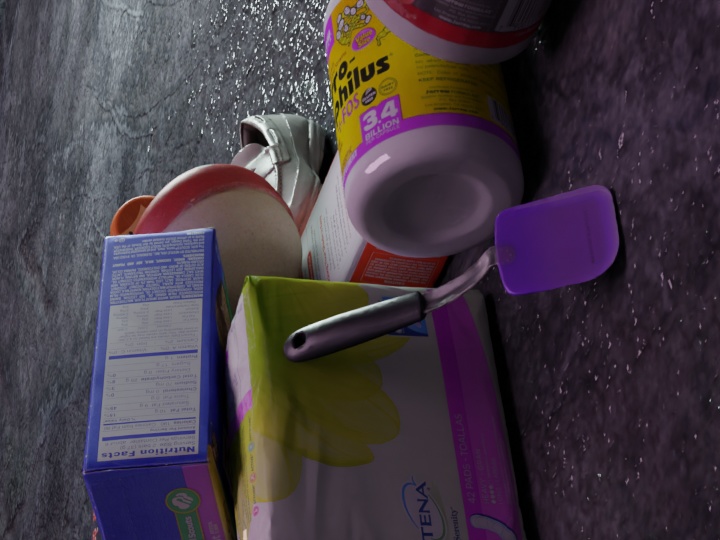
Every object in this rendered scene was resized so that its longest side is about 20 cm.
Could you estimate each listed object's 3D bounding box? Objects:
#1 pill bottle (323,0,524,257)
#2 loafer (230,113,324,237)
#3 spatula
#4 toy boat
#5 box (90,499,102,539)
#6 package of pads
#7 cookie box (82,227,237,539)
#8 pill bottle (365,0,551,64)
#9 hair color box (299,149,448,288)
[{"bbox_3d":[0.033,-0.114,1.124,0.105,0.103,0.201,118,152,-47],"label":"pill bottle"},{"bbox_3d":[-0.065,-0.059,1.393,0.200,0.069,0.070,-94,18,-64],"label":"loafer"},{"bbox_3d":[0.043,0.010,0.996,0.199,0.021,0.057,-24,51,25],"label":"spatula"},{"bbox_3d":[-0.125,0.002,1.287,0.131,0.130,0.201,52,140,26],"label":"toy boat"},{"bbox_3d":[-0.141,0.193,1.483,0.038,0.135,0.202,121,150,-50],"label":"box"},{"bbox_3d":[0.003,0.098,1.055,0.068,0.153,0.201,112,156,-48],"label":"package of pads"},{"bbox_3d":[-0.109,0.104,1.131,0.201,0.074,0.172,-94,-3,-49],"label":"cookie box"},{"bbox_3d":[0.078,-0.219,1.016,0.111,0.110,0.201,-101,26,-42],"label":"pill bottle"},{"bbox_3d":[0.000,0.000,1.247,0.201,0.061,0.102,116,154,-43],"label":"hair color box"}]
